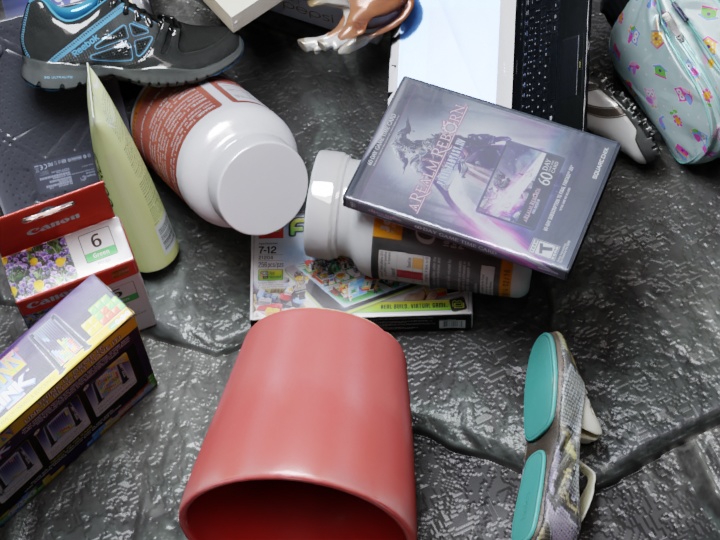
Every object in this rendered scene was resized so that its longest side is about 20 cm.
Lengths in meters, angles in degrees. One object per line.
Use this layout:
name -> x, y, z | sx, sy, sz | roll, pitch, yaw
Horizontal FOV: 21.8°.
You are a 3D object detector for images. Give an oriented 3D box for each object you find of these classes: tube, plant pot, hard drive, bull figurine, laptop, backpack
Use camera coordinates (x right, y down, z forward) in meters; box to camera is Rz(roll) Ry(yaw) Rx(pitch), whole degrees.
tube -> -0.210, -0.085, 1.648 | 0.058, 0.201, 0.052 | 24, 57, 32
plant pot -> -0.042, 0.142, 1.553 | 0.199, 0.201, 0.178 | 5, 56, 5
hard drive -> -0.281, -0.138, 1.705 | 0.134, 0.042, 0.201 | -14, 106, -6
bull figurine -> -0.044, -0.282, 1.739 | 0.200, 0.065, 0.121 | 40, 76, 21
laptop -> 0.114, -0.191, 1.678 | 0.103, 0.200, 0.179 | 4, 85, -25
backpack -> 0.308, -0.200, 1.716 | 0.126, 0.167, 0.201 | -30, 81, -9

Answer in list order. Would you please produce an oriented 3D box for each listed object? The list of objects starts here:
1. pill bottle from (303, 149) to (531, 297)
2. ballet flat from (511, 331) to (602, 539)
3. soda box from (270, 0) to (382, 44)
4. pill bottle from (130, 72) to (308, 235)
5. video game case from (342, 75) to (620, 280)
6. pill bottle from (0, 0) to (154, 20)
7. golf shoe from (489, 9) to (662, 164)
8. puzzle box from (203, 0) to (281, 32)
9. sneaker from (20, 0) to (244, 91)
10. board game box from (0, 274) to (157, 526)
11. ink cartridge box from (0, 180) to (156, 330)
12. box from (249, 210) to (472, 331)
pill bottle -> 0.056, -0.045, 1.627 | 0.198, 0.117, 0.117 | 8, 66, 5
ballet flat -> 0.172, 0.153, 1.606 | 0.071, 0.072, 0.202 | 6, 66, 5
soda box -> -0.062, -0.290, 1.813 | 0.199, 0.064, 0.068 | 19, 67, 10
pill bottle -> -0.123, -0.105, 1.656 | 0.112, 0.113, 0.200 | -30, 32, -11
video game case -> 0.103, -0.080, 1.570 | 0.199, 0.019, 0.143 | 19, 58, 12
pill bottle -> -0.292, -0.218, 1.763 | 0.199, 0.112, 0.112 | -16, 65, -5
golf shoe -> 0.192, -0.152, 1.744 | 0.200, 0.078, 0.095 | 44, 96, 18
puzzle box -> -0.077, -0.315, 1.704 | 0.199, 0.025, 0.133 | -35, 66, -17
sneaker -> -0.200, -0.206, 1.645 | 0.199, 0.083, 0.073 | -6, 20, -16
board game box -> -0.270, 0.115, 1.578 | 0.057, 0.166, 0.200 | 42, 72, 19
ink cartridge box -> -0.246, 0.005, 1.608 | 0.108, 0.200, 0.051 | -20, 65, -7
box -> 0.000, 0.000, 1.692 | 0.198, 0.035, 0.111 | -2, 65, 1
